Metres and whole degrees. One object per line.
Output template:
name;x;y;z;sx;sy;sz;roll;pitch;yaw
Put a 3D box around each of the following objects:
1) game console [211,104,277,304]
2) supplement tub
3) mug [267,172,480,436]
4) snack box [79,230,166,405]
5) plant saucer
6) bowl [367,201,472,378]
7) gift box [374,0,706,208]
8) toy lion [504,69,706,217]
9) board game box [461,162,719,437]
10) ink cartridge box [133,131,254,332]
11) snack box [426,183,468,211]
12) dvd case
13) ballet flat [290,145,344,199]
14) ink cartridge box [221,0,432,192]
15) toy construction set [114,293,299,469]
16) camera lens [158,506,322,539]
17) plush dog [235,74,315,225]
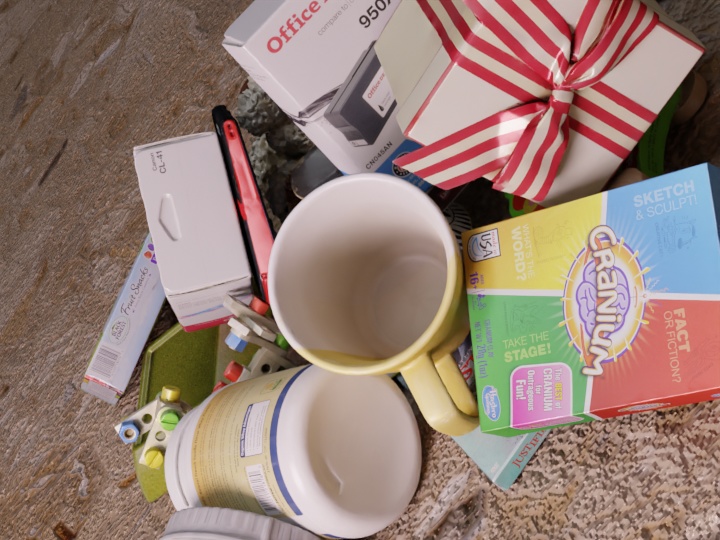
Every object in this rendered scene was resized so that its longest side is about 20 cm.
game console;-0.104;-0.066;1.310;0.031;0.178;0.200;-14;12;-6
supplement tub;-0.062;0.158;1.164;0.199;0.144;0.145;-17;50;47
mug;0.022;0.033;1.079;0.148;0.153;0.188;0;79;19
snack box;-0.257;0.048;1.584;0.201;0.053;0.142;-67;9;-15
plant saucer;-0.175;0.115;1.458;0.199;0.048;0.201;-36;38;32
bowl;0.000;0.000;1.242;0.201;0.094;0.201;-43;27;29
gift box;0.112;-0.159;1.023;0.185;0.199;0.187;-61;24;24
toy lion;0.184;-0.082;1.112;0.191;0.068;0.201;-31;40;49
board game box;0.170;0.025;0.966;0.199;0.040;0.154;-16;71;35
ink cartridge box;-0.157;-0.032;1.338;0.200;0.085;0.149;113;143;-78
snack box;0.129;-0.136;1.199;0.200;0.024;0.072;-48;6;14
dvd case;0.108;0.070;1.116;0.146;0.022;0.200;-55;29;6
ballet flat;0.030;-0.113;1.256;0.199;0.057;0.067;-26;80;3
ink cartridge box;0.006;-0.168;1.149;0.145;0.200;0.084;-47;21;-4
toy construction set;-0.129;0.111;1.304;0.200;0.131;0.092;-53;15;17
camera lens;-0.108;0.306;1.084;0.159;0.160;0.201;-20;47;46
plush dog;-0.041;-0.091;1.379;0.200;0.159;0.173;89;-179;-67
